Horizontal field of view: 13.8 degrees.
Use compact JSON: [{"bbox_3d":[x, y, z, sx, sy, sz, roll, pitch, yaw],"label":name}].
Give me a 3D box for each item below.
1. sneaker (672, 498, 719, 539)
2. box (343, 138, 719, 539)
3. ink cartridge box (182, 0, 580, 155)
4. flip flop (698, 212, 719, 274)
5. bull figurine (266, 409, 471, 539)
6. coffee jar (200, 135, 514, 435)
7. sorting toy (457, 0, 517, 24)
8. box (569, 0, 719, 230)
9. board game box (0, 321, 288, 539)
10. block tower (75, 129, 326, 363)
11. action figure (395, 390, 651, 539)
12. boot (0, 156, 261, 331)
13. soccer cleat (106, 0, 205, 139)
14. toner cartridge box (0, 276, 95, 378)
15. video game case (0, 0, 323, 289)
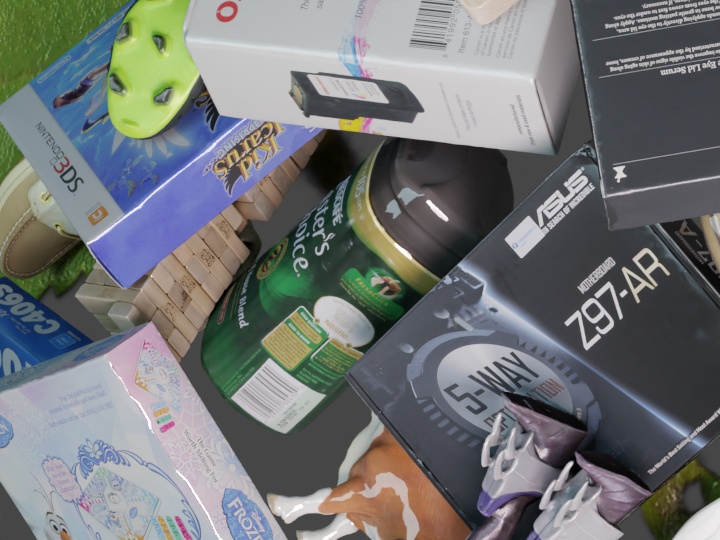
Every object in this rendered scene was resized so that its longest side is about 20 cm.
[{"bbox_3d":[0.162,0.188,1.541,0.200,0.070,0.080,-40,63,33],"label":"sneaker"},{"bbox_3d":[0.112,0.050,1.574,0.200,0.044,0.160,-44,81,27],"label":"box"},{"bbox_3d":[0.022,-0.154,1.616,0.199,0.083,0.146,8,65,18],"label":"ink cartridge box"},{"bbox_3d":[0.215,-0.073,1.520,0.057,0.081,0.201,0,80,32],"label":"flip flop"},{"bbox_3d":[0.025,0.147,1.661,0.121,0.065,0.201,-25,72,9],"label":"bull figurine"},{"bbox_3d":[0.000,0.000,1.691,0.200,0.085,0.104,-42,17,32],"label":"coffee jar"},{"bbox_3d":[0.076,-0.268,1.558,0.199,0.070,0.200,-39,60,2],"label":"sorting toy"},{"bbox_3d":[0.207,-0.109,1.455,0.199,0.079,0.142,-9,74,5],"label":"box"},{"bbox_3d":[-0.131,0.139,1.746,0.200,0.043,0.199,-19,106,55],"label":"board game box"},{"bbox_3d":[-0.090,-0.038,1.747,0.058,0.054,0.200,6,56,44],"label":"block tower"},{"bbox_3d":[0.063,0.167,1.550,0.130,0.069,0.200,43,109,43],"label":"action figure"},{"bbox_3d":[-0.151,-0.017,1.863,0.200,0.072,0.155,-43,61,32],"label":"boot"},{"bbox_3d":[-0.086,-0.163,1.703,0.067,0.081,0.201,17,81,24],"label":"soccer cleat"},{"bbox_3d":[-0.184,0.090,1.876,0.200,0.043,0.095,32,134,41],"label":"toner cartridge box"},{"bbox_3d":[-0.103,-0.105,1.742,0.200,0.045,0.181,-39,38,-1],"label":"video game case"}]
